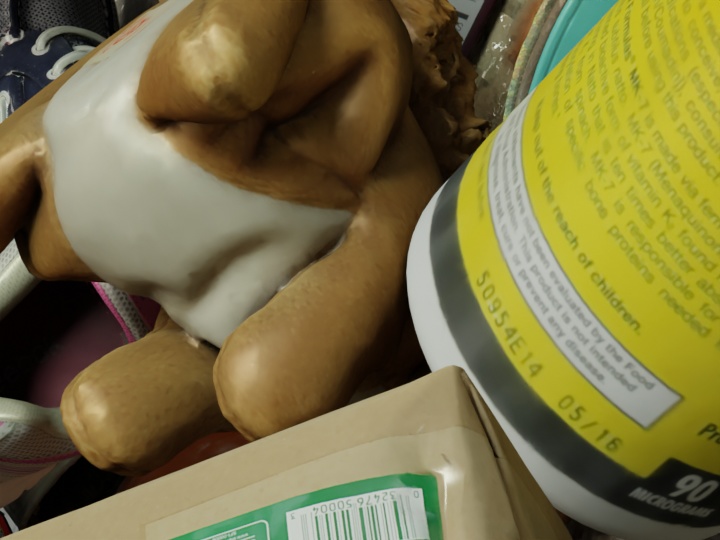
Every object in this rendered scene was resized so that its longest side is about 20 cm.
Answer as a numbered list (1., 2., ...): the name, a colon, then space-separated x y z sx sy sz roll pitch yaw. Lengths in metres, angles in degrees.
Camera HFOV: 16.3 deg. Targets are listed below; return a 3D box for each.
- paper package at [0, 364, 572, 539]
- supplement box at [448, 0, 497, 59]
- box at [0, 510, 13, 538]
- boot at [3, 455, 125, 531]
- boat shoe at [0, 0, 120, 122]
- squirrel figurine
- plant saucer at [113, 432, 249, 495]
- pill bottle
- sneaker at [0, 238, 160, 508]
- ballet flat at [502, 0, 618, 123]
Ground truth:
1. paper package: -0.030 0.138 0.586 0.199 0.191 0.104 -20 51 11
2. supplement box: 0.017 -0.172 0.815 0.201 0.085 0.110 -64 32 16
3. box: -0.132 0.121 0.813 0.035 0.110 0.200 -39 42 2
4. boot: -0.156 0.013 0.938 0.200 0.072 0.182 50 160 8
5. boat shoe: -0.107 -0.066 0.992 0.093 0.074 0.201 -21 68 49
6. squirrel figurine: 0.000 0.000 0.707 0.141 0.187 0.200 -30 14 33
7. plant saucer: -0.044 0.141 0.818 0.200 0.037 0.201 -33 50 50
8. pill bottle: 0.109 -0.033 0.573 0.200 0.114 0.115 -47 40 39
9. sneaker: -0.067 0.004 0.806 0.200 0.081 0.088 -43 7 -20
10. ballet flat: 0.100 -0.104 0.680 0.201 0.070 0.071 -63 32 20
